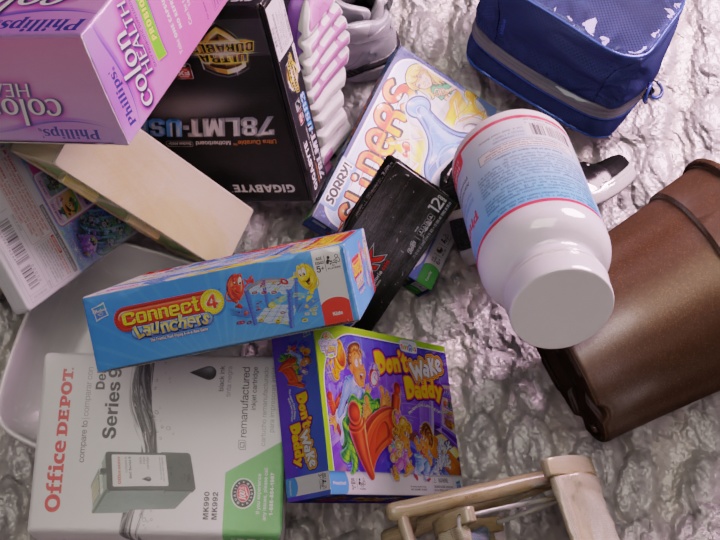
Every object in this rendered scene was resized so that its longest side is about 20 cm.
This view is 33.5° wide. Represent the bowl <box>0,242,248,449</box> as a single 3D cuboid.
[{"bbox_3d":[-0.203,0.087,1.070,0.197,0.075,0.202,16,68,5],"label":"bowl"}]

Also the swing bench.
[{"bbox_3d":[0.138,0.272,0.976,0.198,0.130,0.201,-15,69,-7],"label":"swing bench"}]

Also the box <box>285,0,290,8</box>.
[{"bbox_3d":[-0.183,-0.282,1.190,0.199,0.105,0.149,-31,67,-13],"label":"box"}]

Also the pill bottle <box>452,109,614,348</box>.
[{"bbox_3d":[0.142,-0.035,0.978,0.107,0.110,0.201,-5,40,-3],"label":"pill bottle"}]

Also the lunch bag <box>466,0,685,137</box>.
[{"bbox_3d":[0.213,-0.228,1.172,0.199,0.133,0.136,35,56,13],"label":"lunch bag"}]

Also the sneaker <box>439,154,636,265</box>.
[{"bbox_3d":[0.163,-0.096,1.124,0.198,0.073,0.113,-27,94,-19],"label":"sneaker"}]

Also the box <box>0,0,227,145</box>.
[{"bbox_3d":[-0.224,-0.197,0.922,0.174,0.097,0.201,4,47,23],"label":"box"}]

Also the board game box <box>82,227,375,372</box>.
[{"bbox_3d":[-0.092,0.018,0.936,0.193,0.200,0.057,-12,94,4],"label":"board game box"}]

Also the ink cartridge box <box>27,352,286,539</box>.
[{"bbox_3d":[-0.158,0.148,0.965,0.197,0.084,0.148,1,69,-2],"label":"ink cartridge box"}]

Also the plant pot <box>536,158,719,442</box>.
[{"bbox_3d":[0.257,0.036,1.045,0.197,0.201,0.202,-27,71,-4],"label":"plant pot"}]

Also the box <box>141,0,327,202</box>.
[{"bbox_3d":[-0.145,-0.154,1.073,0.198,0.200,0.050,3,37,21],"label":"box"}]

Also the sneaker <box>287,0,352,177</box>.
[{"bbox_3d":[-0.060,-0.170,1.121,0.088,0.202,0.081,19,45,23],"label":"sneaker"}]

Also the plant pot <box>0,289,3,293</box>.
[{"bbox_3d":[-0.359,-0.109,1.044,0.185,0.200,0.189,-12,55,18],"label":"plant pot"}]

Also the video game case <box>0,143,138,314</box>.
[{"bbox_3d":[-0.273,-0.093,1.008,0.182,0.023,0.202,-45,115,-49],"label":"video game case"}]

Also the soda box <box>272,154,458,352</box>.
[{"bbox_3d":[0.000,0.000,1.064,0.070,0.063,0.201,33,96,-10],"label":"soda box"}]

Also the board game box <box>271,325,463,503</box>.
[{"bbox_3d":[0.010,0.123,0.994,0.044,0.199,0.136,-17,72,32],"label":"board game box"}]

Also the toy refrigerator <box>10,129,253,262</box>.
[{"bbox_3d":[-0.190,-0.073,1.014,0.075,0.200,0.071,18,77,43],"label":"toy refrigerator"}]

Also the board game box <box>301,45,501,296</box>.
[{"bbox_3d":[0.047,-0.096,1.144,0.134,0.034,0.202,30,70,-12],"label":"board game box"}]

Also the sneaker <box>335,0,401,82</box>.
[{"bbox_3d":[-0.054,-0.226,1.171,0.198,0.115,0.076,-16,66,-7],"label":"sneaker"}]
